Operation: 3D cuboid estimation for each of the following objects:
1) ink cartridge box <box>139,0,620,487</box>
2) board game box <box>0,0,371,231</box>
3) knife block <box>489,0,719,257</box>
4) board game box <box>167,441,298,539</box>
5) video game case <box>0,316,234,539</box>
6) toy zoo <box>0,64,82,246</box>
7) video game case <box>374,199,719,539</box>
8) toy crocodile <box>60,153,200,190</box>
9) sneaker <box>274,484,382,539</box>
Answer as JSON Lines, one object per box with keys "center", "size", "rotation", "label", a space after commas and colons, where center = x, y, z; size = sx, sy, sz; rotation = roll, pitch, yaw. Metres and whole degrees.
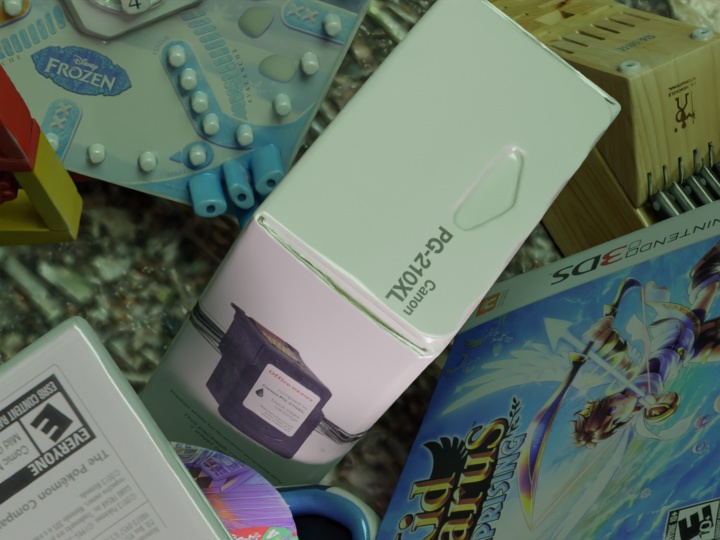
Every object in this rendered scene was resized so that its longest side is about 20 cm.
{"center": [0.000, 0.000, 0.804], "size": [0.084, 0.200, 0.145], "rotation": [38, 58, 0], "label": "ink cartridge box"}
{"center": [-0.089, -0.117, 0.772], "size": [0.199, 0.201, 0.026], "rotation": [16, 31, -21], "label": "board game box"}
{"center": [0.124, -0.033, 0.959], "size": [0.064, 0.177, 0.200], "rotation": [-24, 31, -30], "label": "knife block"}
{"center": [-0.107, 0.137, 0.667], "size": [0.199, 0.158, 0.039], "rotation": [-28, 52, 1], "label": "board game box"}
{"center": [-0.115, 0.144, 0.604], "size": [0.199, 0.023, 0.183], "rotation": [-34, 91, -1], "label": "video game case"}
{"center": [-0.187, -0.051, 0.767], "size": [0.130, 0.200, 0.021], "rotation": [1, 66, 11], "label": "toy zoo"}
{"center": [0.096, 0.059, 0.741], "size": [0.046, 0.181, 0.201], "rotation": [50, 39, -23], "label": "video game case"}
{"center": [-0.161, -0.062, 0.850], "size": [0.199, 0.068, 0.062], "rotation": [2, 66, -20], "label": "toy crocodile"}
{"center": [-0.079, 0.128, 0.774], "size": [0.199, 0.082, 0.074], "rotation": [-18, 72, -13], "label": "sneaker"}
